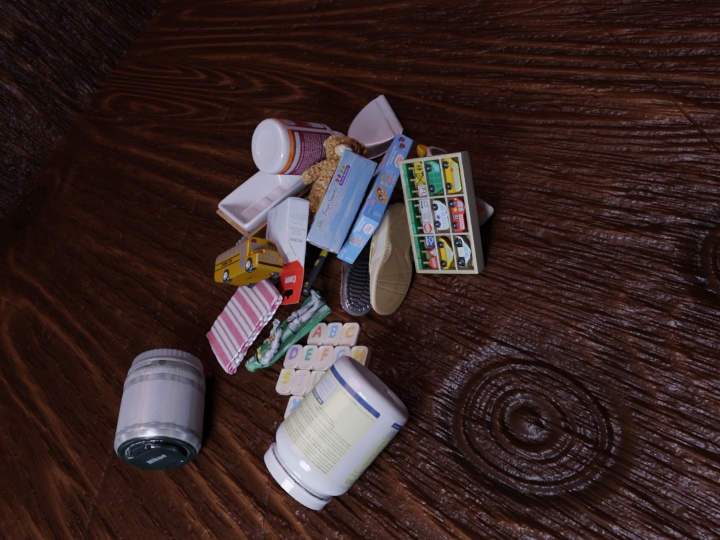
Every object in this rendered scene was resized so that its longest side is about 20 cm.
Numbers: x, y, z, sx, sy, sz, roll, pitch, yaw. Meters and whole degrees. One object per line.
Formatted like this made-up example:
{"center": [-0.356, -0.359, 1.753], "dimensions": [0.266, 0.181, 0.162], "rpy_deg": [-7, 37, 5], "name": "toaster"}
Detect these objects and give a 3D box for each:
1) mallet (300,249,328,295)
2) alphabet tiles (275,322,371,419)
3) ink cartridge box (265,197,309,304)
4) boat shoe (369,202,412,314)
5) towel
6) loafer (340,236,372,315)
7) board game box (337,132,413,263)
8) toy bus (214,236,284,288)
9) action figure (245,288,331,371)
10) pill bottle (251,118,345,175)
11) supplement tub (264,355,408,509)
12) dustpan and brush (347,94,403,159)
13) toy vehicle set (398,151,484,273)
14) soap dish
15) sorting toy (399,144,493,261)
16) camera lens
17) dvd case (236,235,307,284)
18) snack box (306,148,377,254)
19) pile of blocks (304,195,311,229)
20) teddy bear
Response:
{"center": [-0.066, -0.033, 1.247], "dimensions": [0.066, 0.041, 0.201], "rpy_deg": [-11, 43, 29], "name": "mallet"}
{"center": [-0.071, 0.184, 1.140], "dimensions": [0.199, 0.015, 0.196], "rpy_deg": [-4, 58, 39], "name": "alphabet tiles"}
{"center": [-0.156, -0.034, 1.254], "dimensions": [0.160, 0.047, 0.201], "rpy_deg": [169, 109, -66], "name": "ink cartridge box"}
{"center": [0.050, -0.022, 1.128], "dimensions": [0.069, 0.073, 0.201], "rpy_deg": [10, 89, 65], "name": "boat shoe"}
{"center": [-0.246, 0.102, 1.320], "dimensions": [0.200, 0.030, 0.146], "rpy_deg": [-54, 40, 5], "name": "towel"}
{"center": [0.000, 0.000, 1.185], "dimensions": [0.071, 0.073, 0.201], "rpy_deg": [133, 152, -56], "name": "loafer"}
{"center": [0.026, -0.129, 1.126], "dimensions": [0.201, 0.036, 0.151], "rpy_deg": [-69, 7, -31], "name": "board game box"}
{"center": [-0.228, -0.014, 1.273], "dimensions": [0.200, 0.065, 0.079], "rpy_deg": [-20, 63, 52], "name": "toy bus"}
{"center": [-0.148, 0.123, 1.209], "dimensions": [0.200, 0.055, 0.118], "rpy_deg": [-46, 19, 2], "name": "action figure"}
{"center": [-0.122, -0.259, 1.332], "dimensions": [0.113, 0.199, 0.114], "rpy_deg": [6, 99, 44], "name": "pill bottle"}
{"center": [-0.038, 0.250, 0.967], "dimensions": [0.200, 0.145, 0.145], "rpy_deg": [-49, 42, 0], "name": "supplement tub"}
{"center": [-0.002, -0.285, 1.399], "dimensions": [0.199, 0.057, 0.140], "rpy_deg": [-31, 55, 10], "name": "dustpan and brush"}
{"center": [0.137, -0.094, 1.058], "dimensions": [0.124, 0.026, 0.201], "rpy_deg": [-1, 105, 40], "name": "toy vehicle set"}
{"center": [-0.206, -0.152, 1.410], "dimensions": [0.200, 0.081, 0.157], "rpy_deg": [-41, 45, -15], "name": "soap dish"}
{"center": [0.117, -0.115, 1.156], "dimensions": [0.180, 0.106, 0.200], "rpy_deg": [-54, 38, 24], "name": "sorting toy"}
{"center": [-0.390, 0.277, 1.232], "dimensions": [0.159, 0.160, 0.201], "rpy_deg": [-27, 47, 23], "name": "camera lens"}
{"center": [-0.205, -0.051, 1.416], "dimensions": [0.146, 0.022, 0.200], "rpy_deg": [-41, 42, 9], "name": "dvd case"}
{"center": [-0.038, -0.118, 1.132], "dimensions": [0.200, 0.067, 0.169], "rpy_deg": [-165, 99, -87], "name": "snack box"}
{"center": [-0.064, -0.169, 1.337], "dimensions": [0.200, 0.062, 0.082], "rpy_deg": [-36, 29, 3], "name": "pile of blocks"}
{"center": [-0.050, -0.181, 1.261], "dimensions": [0.145, 0.067, 0.200], "rpy_deg": [33, 86, 20], "name": "teddy bear"}
